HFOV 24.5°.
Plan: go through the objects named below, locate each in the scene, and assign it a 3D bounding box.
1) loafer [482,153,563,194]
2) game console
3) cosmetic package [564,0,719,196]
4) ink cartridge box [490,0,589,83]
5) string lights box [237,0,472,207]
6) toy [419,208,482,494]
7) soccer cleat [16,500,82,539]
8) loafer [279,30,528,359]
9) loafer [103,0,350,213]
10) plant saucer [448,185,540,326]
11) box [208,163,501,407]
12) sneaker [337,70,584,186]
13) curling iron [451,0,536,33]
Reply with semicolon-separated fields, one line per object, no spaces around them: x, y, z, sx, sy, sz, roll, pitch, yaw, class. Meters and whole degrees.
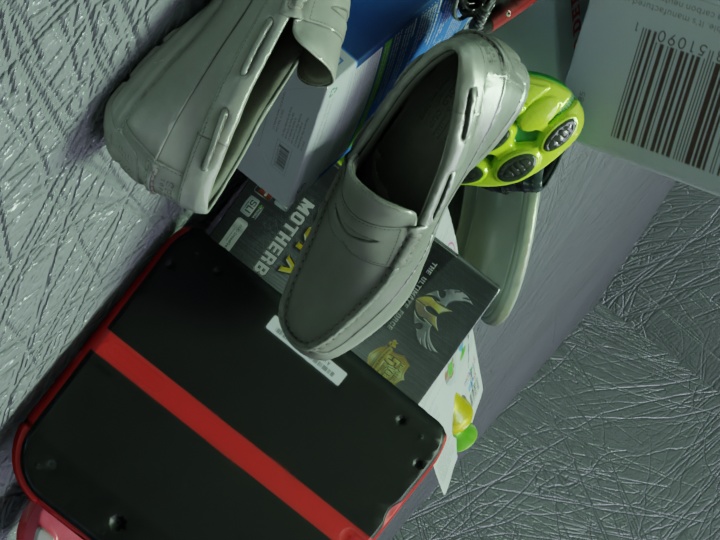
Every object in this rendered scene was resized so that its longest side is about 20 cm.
0.145;-0.124;1.147;0.201;0.070;0.068;-52;148;-29;loafer
-0.076;0.102;0.933;0.177;0.200;0.031;-52;-174;-9;game console
0.244;-0.142;1.005;0.200;0.164;0.166;-20;129;-60;cosmetic package
0.148;-0.206;1.073;0.200;0.084;0.145;-46;145;-26;ink cartridge box
0.010;-0.134;0.906;0.200;0.059;0.103;-45;167;-36;string lights box
0.042;0.049;1.186;0.115;0.047;0.201;-63;145;-46;toy
-0.146;0.101;1.031;0.200;0.067;0.076;-56;-159;-14;soccer cleat
0.012;-0.039;0.870;0.070;0.070;0.201;1;124;-59;loafer
-0.034;-0.113;0.765;0.200;0.070;0.070;-51;169;-6;loafer
0.096;-0.059;1.294;0.200;0.050;0.201;-172;-90;-84;plant saucer
-0.039;0.044;0.971;0.200;0.158;0.048;-53;-177;-3;box
0.042;-0.090;0.999;0.199;0.074;0.084;-11;-144;34;sneaker
0.116;-0.178;0.934;0.200;0.026;0.050;-32;154;-44;curling iron
